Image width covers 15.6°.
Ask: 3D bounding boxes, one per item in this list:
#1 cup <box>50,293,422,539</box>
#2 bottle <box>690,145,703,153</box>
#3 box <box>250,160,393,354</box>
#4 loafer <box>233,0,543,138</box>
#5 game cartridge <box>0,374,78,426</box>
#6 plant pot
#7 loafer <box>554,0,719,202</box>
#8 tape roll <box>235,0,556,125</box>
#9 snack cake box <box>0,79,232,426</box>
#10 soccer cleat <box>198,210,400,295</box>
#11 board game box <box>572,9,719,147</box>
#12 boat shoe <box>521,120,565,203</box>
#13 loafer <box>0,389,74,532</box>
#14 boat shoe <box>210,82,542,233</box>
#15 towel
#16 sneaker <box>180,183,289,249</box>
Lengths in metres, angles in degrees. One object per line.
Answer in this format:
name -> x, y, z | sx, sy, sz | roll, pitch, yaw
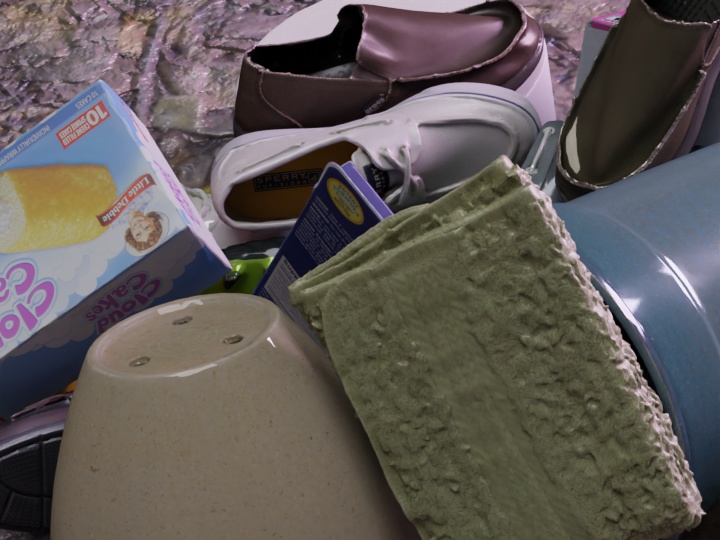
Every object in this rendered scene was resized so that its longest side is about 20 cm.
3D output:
cup -> -0.076, 0.097, 1.347 | 0.199, 0.144, 0.200 | -12, 21, 4
bottle -> 0.226, -0.035, 1.537 | 0.199, 0.066, 0.083 | 21, 44, 35
box -> 0.005, 0.023, 1.388 | 0.032, 0.200, 0.121 | -35, 80, -27
loafer -> 0.016, -0.125, 1.585 | 0.199, 0.071, 0.073 | -19, 38, -10
game cartridge -> -0.230, 0.033, 1.529 | 0.175, 0.032, 0.201 | 8, 69, 23
plant pot -> 0.166, 0.030, 1.386 | 0.195, 0.201, 0.200 | -27, 40, -32
loafer -> 0.163, -0.124, 1.456 | 0.075, 0.070, 0.201 | 27, 85, 31
tape roll -> 0.023, -0.100, 1.667 | 0.201, 0.071, 0.203 | -7, 38, 5
snack cake box -> -0.187, 0.003, 1.472 | 0.199, 0.067, 0.115 | -35, 60, 3
soccer cleat -> 0.000, 0.000, 1.558 | 0.198, 0.068, 0.081 | -3, 33, 0
board game box -> 0.239, -0.119, 1.576 | 0.147, 0.065, 0.200 | 16, 18, 29
boat shoe -> 0.089, -0.004, 1.496 | 0.062, 0.073, 0.201 | 24, 67, 24
loafer -> -0.133, 0.093, 1.462 | 0.199, 0.072, 0.063 | -12, 34, -21
boat shoe -> 0.009, -0.059, 1.533 | 0.198, 0.071, 0.070 | -8, 22, 2
towel -> 0.067, 0.059, 1.271 | 0.148, 0.201, 0.036 | -28, 2, 25
sneaker -> -0.135, -0.028, 1.589 | 0.199, 0.100, 0.078 | -12, 27, -1
